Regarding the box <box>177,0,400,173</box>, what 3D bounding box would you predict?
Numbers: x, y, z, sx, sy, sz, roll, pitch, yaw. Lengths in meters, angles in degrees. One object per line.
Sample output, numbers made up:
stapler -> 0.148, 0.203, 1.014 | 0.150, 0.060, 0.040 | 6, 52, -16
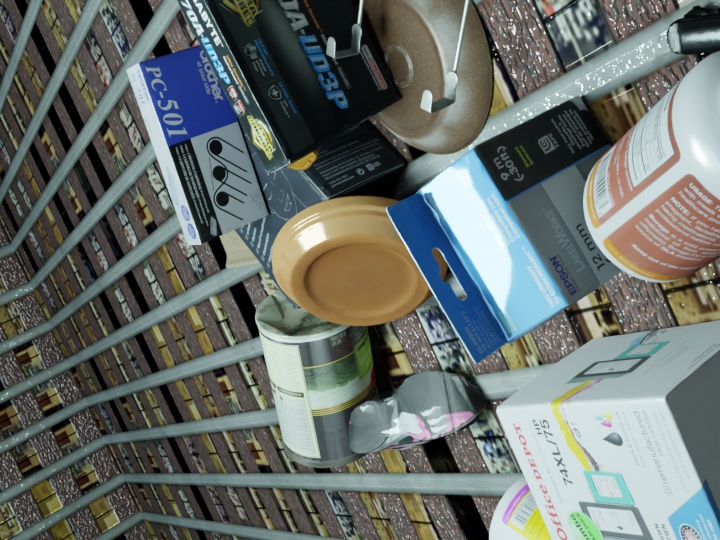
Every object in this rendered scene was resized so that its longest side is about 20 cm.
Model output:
box -> -0.069, -0.218, 0.864 | 0.046, 0.158, 0.203 | -15, 105, 54

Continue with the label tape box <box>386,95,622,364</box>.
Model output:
label tape box -> 0.137, -0.038, 0.731 | 0.145, 0.198, 0.066 | 59, 147, 6

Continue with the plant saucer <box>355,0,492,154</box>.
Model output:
plant saucer -> 0.048, -0.208, 0.900 | 0.199, 0.036, 0.204 | 36, 139, 39

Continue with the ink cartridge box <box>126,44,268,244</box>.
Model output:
ink cartridge box -> -0.180, -0.140, 1.007 | 0.044, 0.093, 0.204 | 0, 112, 55

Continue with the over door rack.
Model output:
over door rack -> 0.058, -0.262, 0.797 | 0.147, 0.066, 0.203 | 35, 119, 37

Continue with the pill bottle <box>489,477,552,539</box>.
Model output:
pill bottle -> 0.235, 0.300, 0.931 | 0.199, 0.103, 0.106 | 25, 133, 46

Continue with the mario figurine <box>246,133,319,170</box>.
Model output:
mario figurine -> -0.072, -0.208, 0.959 | 0.104, 0.204, 0.124 | 6, 155, 10

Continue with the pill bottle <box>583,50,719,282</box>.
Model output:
pill bottle -> 0.240, -0.075, 0.606 | 0.113, 0.111, 0.200 | 57, 159, 9

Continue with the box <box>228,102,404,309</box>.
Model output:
box -> -0.071, -0.103, 1.073 | 0.197, 0.123, 0.202 | 48, 145, 22

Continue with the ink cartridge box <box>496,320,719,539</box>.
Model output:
ink cartridge box -> 0.246, 0.142, 0.754 | 0.199, 0.145, 0.149 | -20, 96, 59

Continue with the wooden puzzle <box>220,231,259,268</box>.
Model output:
wooden puzzle -> -0.174, -0.111, 1.307 | 0.184, 0.046, 0.204 | -7, 102, 58

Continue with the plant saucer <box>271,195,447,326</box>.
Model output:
plant saucer -> 0.000, 0.000, 0.991 | 0.202, 0.196, 0.038 | 108, 165, -49

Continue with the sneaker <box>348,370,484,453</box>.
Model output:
sneaker -> 0.077, 0.175, 1.115 | 0.198, 0.085, 0.082 | -21, 67, 41

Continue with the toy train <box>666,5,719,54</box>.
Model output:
toy train -> 0.281, -0.161, 0.571 | 0.198, 0.045, 0.035 | 8, 120, 54

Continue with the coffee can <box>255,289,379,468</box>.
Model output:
coffee can -> -0.052, 0.135, 1.200 | 0.145, 0.145, 0.204 | 23, 131, 47
